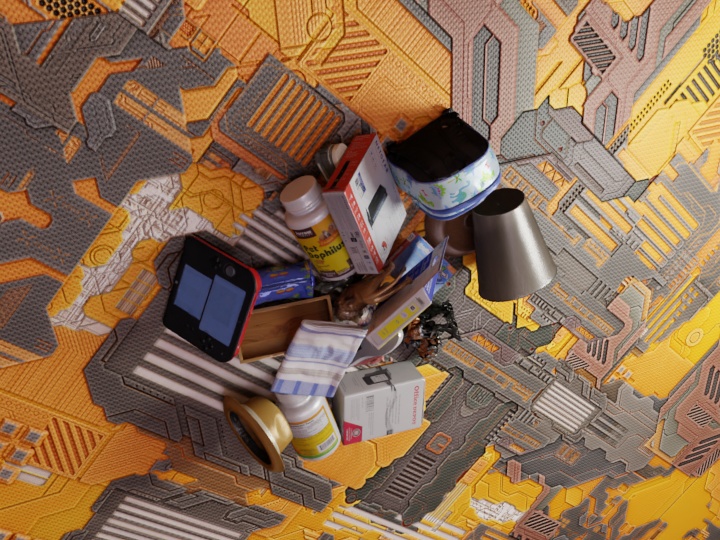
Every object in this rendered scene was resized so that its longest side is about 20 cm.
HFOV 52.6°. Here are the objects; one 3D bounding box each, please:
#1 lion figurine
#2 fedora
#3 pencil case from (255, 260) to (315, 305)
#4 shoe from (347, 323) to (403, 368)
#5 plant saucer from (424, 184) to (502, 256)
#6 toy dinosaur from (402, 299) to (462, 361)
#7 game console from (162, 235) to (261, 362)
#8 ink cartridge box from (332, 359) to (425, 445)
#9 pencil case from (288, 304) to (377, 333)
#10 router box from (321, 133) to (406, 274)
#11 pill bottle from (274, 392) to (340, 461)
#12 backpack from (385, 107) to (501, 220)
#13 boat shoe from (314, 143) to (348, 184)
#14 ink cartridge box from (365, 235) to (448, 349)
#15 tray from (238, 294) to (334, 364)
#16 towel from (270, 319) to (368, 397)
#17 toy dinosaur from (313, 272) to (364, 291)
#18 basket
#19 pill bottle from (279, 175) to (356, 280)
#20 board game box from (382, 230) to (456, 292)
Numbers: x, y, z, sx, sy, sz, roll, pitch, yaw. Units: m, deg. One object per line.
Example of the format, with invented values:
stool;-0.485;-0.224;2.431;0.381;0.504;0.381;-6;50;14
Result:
lion figurine;0.017;0.043;1.419;0.122;0.200;0.073;-34;86;-20
fedora;-0.208;0.332;1.546;0.082;0.200;0.201;-35;128;-28
pencil case;-0.186;0.032;1.438;0.199;0.087;0.079;-10;103;-19
shoe;0.031;0.156;1.560;0.200;0.072;0.091;-31;164;37
plant saucer;0.234;-0.114;1.569;0.199;0.037;0.201;-10;120;-18
toy dinosaur;0.150;0.131;1.636;0.135;0.103;0.200;-17;151;8
game console;-0.284;0.057;1.377;0.176;0.031;0.201;27;110;14
ink cartridge box;0.041;0.304;1.686;0.199;0.083;0.146;-9;120;-19
pencil case;-0.057;0.105;1.537;0.199;0.078;0.090;-20;152;-11
router box;0.012;-0.126;1.384;0.049;0.180;0.201;0;134;28
pill bottle;-0.122;0.314;1.605;0.111;0.111;0.201;-25;124;-9
backpack;0.169;-0.189;1.399;0.182;0.200;0.147;-32;125;-5
boat shoe;-0.029;-0.164;1.426;0.061;0.073;0.200;-1;138;27
ink cartridge box;0.104;0.040;1.419;0.200;0.198;0.047;-40;99;23
tray;-0.152;0.117;1.461;0.199;0.037;0.099;-11;89;-12
towel;-0.084;0.181;1.463;0.146;0.024;0.201;10;125;-27
toy dinosaur;0.000;0.000;1.499;0.199;0.048;0.088;-34;163;3
basket;0.311;-0.060;1.534;0.179;0.136;0.201;-22;120;-4
pill bottle;-0.074;-0.083;1.408;0.109;0.109;0.200;-34;125;-2
board game box;0.127;-0.005;1.557;0.103;0.019;0.200;-45;143;6
